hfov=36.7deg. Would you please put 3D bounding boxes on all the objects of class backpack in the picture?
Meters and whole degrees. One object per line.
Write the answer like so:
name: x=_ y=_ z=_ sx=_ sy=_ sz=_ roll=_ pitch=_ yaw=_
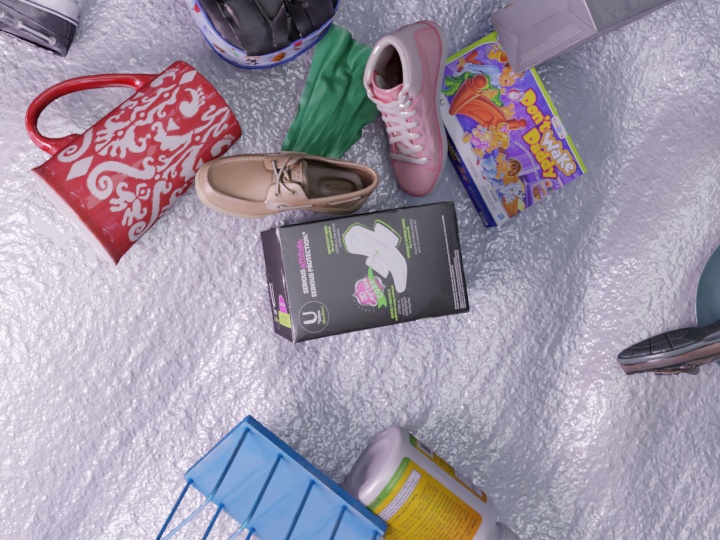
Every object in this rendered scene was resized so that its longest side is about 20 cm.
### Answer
backpack: x=-0.115 y=-0.318 z=1.178 sx=0.198 sy=0.154 sz=0.192 roll=-26 pitch=85 yaw=-4

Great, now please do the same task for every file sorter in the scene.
file sorter: x=-0.100 y=0.286 z=1.166 sx=0.200 sy=0.123 sz=0.139 roll=40 pitch=127 yaw=-9

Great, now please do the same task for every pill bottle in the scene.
pill bottle: x=0.085 y=0.280 z=1.244 sx=0.199 sy=0.111 sz=0.111 roll=39 pitch=82 yaw=-10

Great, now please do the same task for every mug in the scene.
mug: x=-0.244 y=-0.136 z=1.154 sx=0.200 sy=0.133 sz=0.178 roll=-43 pitch=120 yaw=-13

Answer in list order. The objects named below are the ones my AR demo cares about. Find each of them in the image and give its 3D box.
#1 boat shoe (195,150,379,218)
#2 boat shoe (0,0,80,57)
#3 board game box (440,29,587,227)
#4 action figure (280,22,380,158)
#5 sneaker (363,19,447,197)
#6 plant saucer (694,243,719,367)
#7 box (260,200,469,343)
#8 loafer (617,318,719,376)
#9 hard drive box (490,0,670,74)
boat shoe: x=-0.077 y=-0.099 z=1.164 sx=0.198 sy=0.064 sz=0.072 roll=-2 pitch=76 yaw=-25
boat shoe: x=-0.403 y=-0.281 z=1.157 sx=0.198 sy=0.072 sz=0.069 roll=17 pitch=85 yaw=-20
board game box: x=0.164 y=-0.172 z=1.296 sx=0.134 sy=0.045 sz=0.201 roll=-31 pitch=96 yaw=-11
action figure: x=-0.040 y=-0.168 z=1.244 sx=0.117 sy=0.055 sz=0.202 roll=28 pitch=80 yaw=-13
sneaker: x=0.045 y=-0.174 z=1.217 sx=0.104 sy=0.075 sz=0.203 roll=-25 pitch=123 yaw=-51
plant saucer: x=0.505 y=0.043 z=1.378 sx=0.198 sy=0.039 sz=0.204 roll=0 pitch=91 yaw=-12
box: x=0.000 y=0.000 z=1.205 sx=0.197 sy=0.148 sz=0.126 roll=-8 pitch=92 yaw=-13
loafer: x=0.414 y=0.101 z=1.311 sx=0.198 sy=0.072 sz=0.064 roll=-19 pitch=100 yaw=18
hard drive box: x=0.275 y=-0.311 z=1.242 sx=0.199 sy=0.155 sz=0.078 roll=-26 pitch=95 yaw=-28
